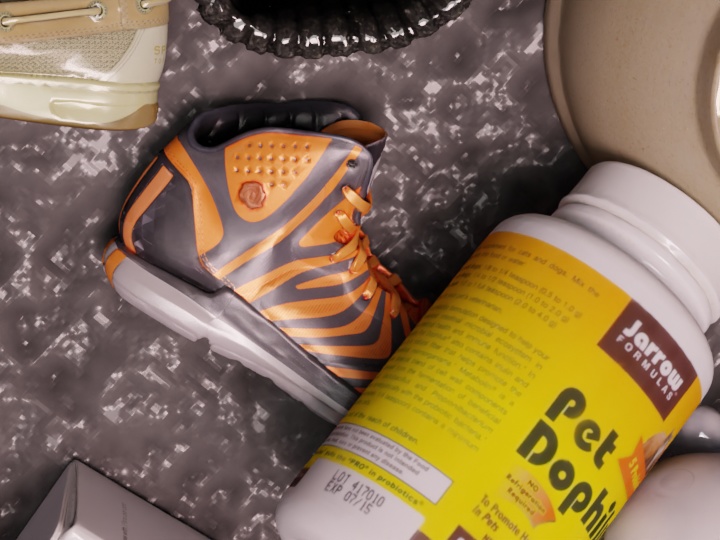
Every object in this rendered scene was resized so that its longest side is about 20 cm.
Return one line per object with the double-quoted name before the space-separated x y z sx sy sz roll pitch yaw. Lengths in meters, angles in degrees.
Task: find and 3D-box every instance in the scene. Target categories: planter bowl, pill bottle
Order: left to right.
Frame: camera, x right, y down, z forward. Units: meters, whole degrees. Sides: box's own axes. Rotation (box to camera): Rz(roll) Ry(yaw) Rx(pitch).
"pill bottle" 0.065 0.055 0.865 0.109 0.109 0.200 44 74 -16
"planter bowl" 0.184 -0.086 0.883 0.199 0.135 0.201 -2 107 -5

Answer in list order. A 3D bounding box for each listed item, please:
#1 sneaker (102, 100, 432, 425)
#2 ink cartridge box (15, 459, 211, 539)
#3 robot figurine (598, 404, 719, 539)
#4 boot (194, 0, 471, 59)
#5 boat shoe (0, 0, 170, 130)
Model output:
"sneaker" 0.000 0.000 0.921 0.200 0.078 0.112 28 104 -13
"ink cartridge box" -0.086 0.200 0.972 0.200 0.084 0.145 33 101 -15
"robot figurine" 0.125 0.143 0.921 0.113 0.200 0.170 16 65 -24
"boot" 0.033 -0.150 0.834 0.210 0.158 0.080 -25 108 3
"boat shoe" -0.177 -0.099 0.877 0.200 0.073 0.063 7 100 -11
